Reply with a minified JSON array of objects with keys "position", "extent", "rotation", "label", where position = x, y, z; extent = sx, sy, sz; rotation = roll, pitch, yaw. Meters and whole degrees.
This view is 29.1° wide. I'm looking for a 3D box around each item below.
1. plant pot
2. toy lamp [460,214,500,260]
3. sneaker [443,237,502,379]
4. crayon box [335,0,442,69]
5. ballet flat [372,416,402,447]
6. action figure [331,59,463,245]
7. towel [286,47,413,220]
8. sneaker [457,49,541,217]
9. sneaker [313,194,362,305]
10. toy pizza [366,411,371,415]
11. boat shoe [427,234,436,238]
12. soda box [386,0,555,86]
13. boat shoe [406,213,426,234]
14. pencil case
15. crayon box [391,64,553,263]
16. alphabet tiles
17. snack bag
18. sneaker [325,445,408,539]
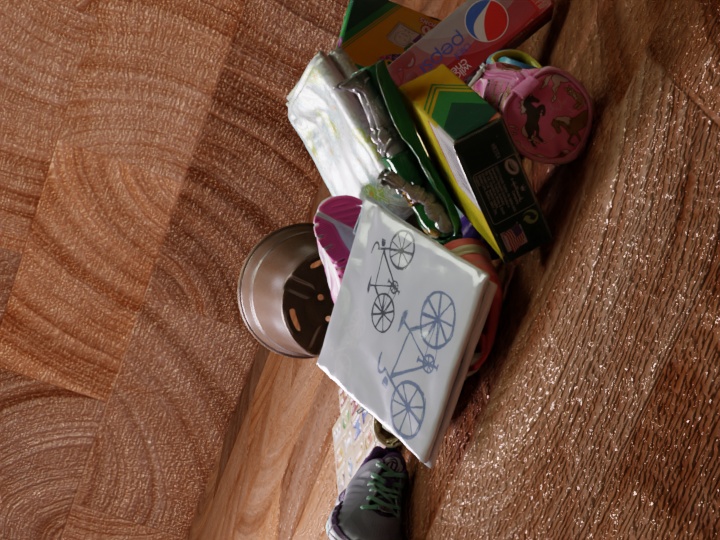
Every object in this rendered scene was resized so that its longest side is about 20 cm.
[{"position":[-0.054,0.037,1.926],"extent":[0.198,0.200,0.200],"rotation":[-164,93,-74],"label":"plant pot"},{"position":[0.099,0.006,1.357],"extent":[0.058,0.058,0.200],"rotation":[-79,8,-46],"label":"toy lamp"},{"position":[0.079,0.073,1.270],"extent":[0.087,0.074,0.200],"rotation":[-123,43,-55],"label":"sneaker"},{"position":[0.068,-0.236,1.609],"extent":[0.058,0.200,0.119],"rotation":[119,168,-52],"label":"crayon box"},{"position":[0.053,0.101,1.368],"extent":[0.069,0.069,0.200],"rotation":[-80,4,-50],"label":"ballet flat"},{"position":[0.043,-0.092,1.274],"extent":[0.055,0.200,0.118],"rotation":[-32,8,-3],"label":"action figure"},{"position":[-0.009,-0.136,1.540],"extent":[0.048,0.200,0.171],"rotation":[-32,-3,-19],"label":"towel"},{"position":[0.131,-0.140,1.395],"extent":[0.131,0.080,0.200],"rotation":[118,167,-57],"label":"sneaker"},{"position":[0.000,0.000,1.547],"extent":[0.088,0.081,0.200],"rotation":[-105,2,-71],"label":"sneaker"},{"position":[0.045,0.059,1.470],"extent":[0.200,0.032,0.200],"rotation":[12,-90,-69],"label":"toy pizza"},{"position":[0.108,-0.109,1.524],"extent":[0.070,0.071,0.200],"rotation":[134,148,-61],"label":"boat shoe"},{"position":[0.108,-0.232,1.451],"extent":[0.200,0.063,0.070],"rotation":[-39,-7,-1],"label":"soda box"},{"position":[0.074,-0.049,1.595],"extent":[0.069,0.071,0.200],"rotation":[-128,56,-79],"label":"boat shoe"},{"position":[0.147,-0.143,1.243],"extent":[0.200,0.086,0.083],"rotation":[-125,48,-78],"label":"pencil case"},{"position":[0.095,-0.104,1.231],"extent":[0.051,0.127,0.200],"rotation":[-28,28,-2],"label":"crayon box"},{"position":[0.000,0.194,1.580],"extent":[0.167,0.008,0.200],"rotation":[117,154,-47],"label":"alphabet tiles"},{"position":[0.035,0.052,1.271],"extent":[0.200,0.021,0.189],"rotation":[36,116,48],"label":"snack bag"},{"position":[0.013,0.224,1.364],"extent":[0.200,0.074,0.088],"rotation":[-116,51,-80],"label":"sneaker"}]
